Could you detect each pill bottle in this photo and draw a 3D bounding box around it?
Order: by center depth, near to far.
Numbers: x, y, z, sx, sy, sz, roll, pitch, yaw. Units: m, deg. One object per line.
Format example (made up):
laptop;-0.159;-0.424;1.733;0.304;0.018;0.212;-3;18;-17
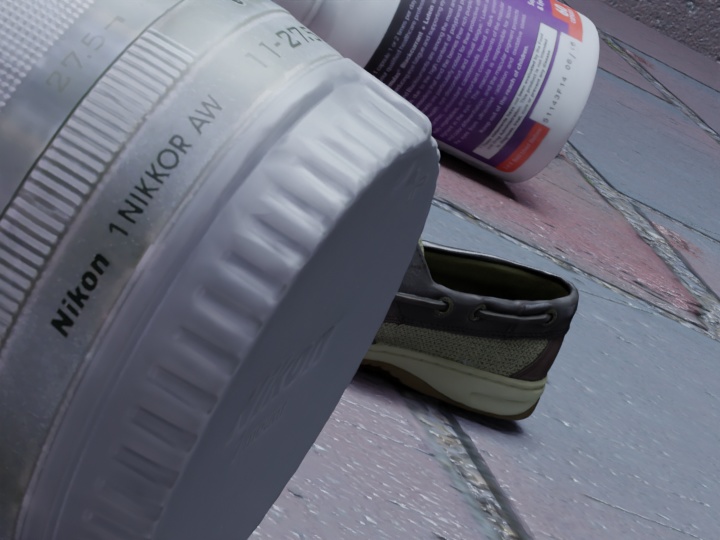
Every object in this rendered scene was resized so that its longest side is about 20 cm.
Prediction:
pill bottle;0.032;-0.140;1.627;0.199;0.112;0.111;25;12;-19

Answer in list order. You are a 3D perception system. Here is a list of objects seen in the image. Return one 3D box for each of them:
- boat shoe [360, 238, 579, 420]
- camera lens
boat shoe;0.000;0.000;1.074;0.199;0.065;0.073;19;17;-36
camera lens;-0.100;-0.021;0.694;0.199;0.161;0.160;31;12;10
